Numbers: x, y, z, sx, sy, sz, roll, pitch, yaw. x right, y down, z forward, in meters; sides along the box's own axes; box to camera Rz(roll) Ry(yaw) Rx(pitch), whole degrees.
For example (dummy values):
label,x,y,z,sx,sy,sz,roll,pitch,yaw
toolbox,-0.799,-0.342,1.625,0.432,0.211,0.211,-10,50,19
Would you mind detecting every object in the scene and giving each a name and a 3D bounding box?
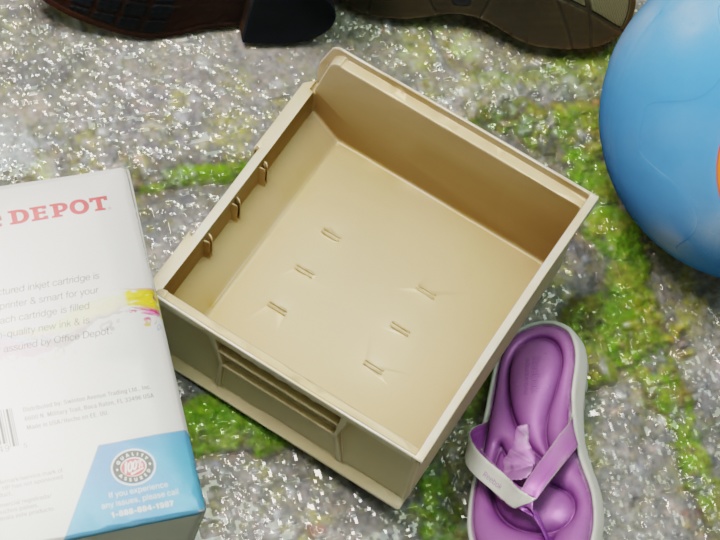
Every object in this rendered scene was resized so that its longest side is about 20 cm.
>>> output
label,x,y,z,sx,sy,sz,roll,pitch,yaw
sandal,0.093,0.104,1.226,0.082,0.050,0.203,-19,42,20
treat dispenser ball,0.245,-0.093,1.288,0.200,0.201,0.202,4,68,-10
boot,-0.116,-0.203,1.334,0.199,0.075,0.097,7,57,-20
storage bin,0.000,0.000,1.247,0.198,0.094,0.200,31,66,10
ink cartridge box,-0.183,0.070,1.161,0.146,0.146,0.201,-9,71,-15
sandal,0.081,-0.194,1.374,0.199,0.082,0.055,3,33,0
